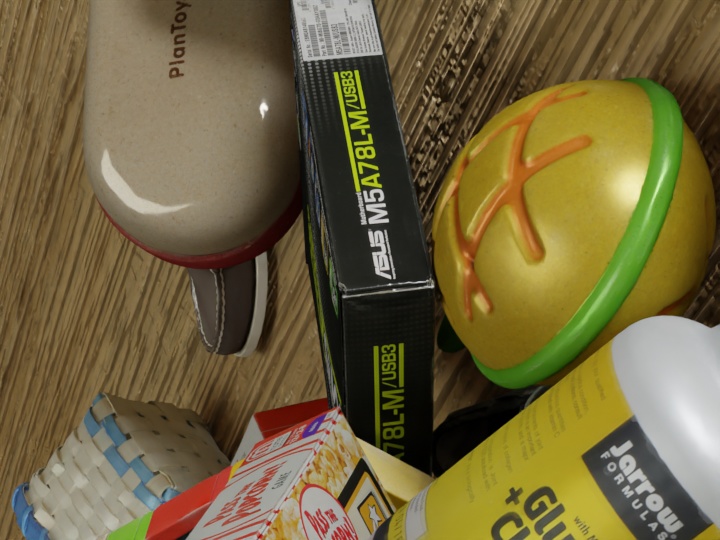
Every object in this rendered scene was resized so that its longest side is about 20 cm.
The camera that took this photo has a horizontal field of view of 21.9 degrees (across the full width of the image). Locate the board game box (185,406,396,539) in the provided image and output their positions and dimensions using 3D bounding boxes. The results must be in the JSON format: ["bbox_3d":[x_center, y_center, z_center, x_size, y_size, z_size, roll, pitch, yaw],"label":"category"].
[{"bbox_3d":[0.004,0.171,0.725,0.046,0.152,0.200,-25,99,19],"label":"board game box"}]

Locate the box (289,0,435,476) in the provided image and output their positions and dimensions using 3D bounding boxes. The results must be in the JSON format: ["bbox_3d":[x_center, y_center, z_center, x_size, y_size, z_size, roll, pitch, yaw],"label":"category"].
[{"bbox_3d":[0.000,0.000,0.882,0.193,0.047,0.200,92,171,-48],"label":"box"}]

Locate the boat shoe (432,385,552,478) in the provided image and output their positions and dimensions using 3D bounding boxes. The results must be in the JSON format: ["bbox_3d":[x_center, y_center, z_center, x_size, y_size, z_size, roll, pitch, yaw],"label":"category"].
[{"bbox_3d":[0.095,0.078,0.815,0.199,0.068,0.074,2,101,61],"label":"boat shoe"}]

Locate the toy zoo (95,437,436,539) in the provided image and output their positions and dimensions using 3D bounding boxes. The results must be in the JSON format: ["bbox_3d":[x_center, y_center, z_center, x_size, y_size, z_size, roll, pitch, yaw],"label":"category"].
[{"bbox_3d":[-0.018,0.134,0.867,0.200,0.131,0.020,-32,31,39],"label":"toy zoo"}]

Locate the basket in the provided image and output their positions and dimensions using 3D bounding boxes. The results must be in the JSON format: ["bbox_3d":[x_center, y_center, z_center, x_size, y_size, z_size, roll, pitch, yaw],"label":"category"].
[{"bbox_3d":[-0.154,0.198,1.215,0.200,0.139,0.176,-56,43,12],"label":"basket"}]

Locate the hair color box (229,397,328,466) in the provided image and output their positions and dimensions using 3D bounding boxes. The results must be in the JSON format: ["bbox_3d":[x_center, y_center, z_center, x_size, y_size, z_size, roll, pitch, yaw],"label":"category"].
[{"bbox_3d":[-0.013,0.186,1.054,0.200,0.064,0.111,61,146,28],"label":"hair color box"}]

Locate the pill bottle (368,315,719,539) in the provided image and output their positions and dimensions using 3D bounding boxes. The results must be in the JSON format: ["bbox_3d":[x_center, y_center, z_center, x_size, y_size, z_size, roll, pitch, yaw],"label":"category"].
[{"bbox_3d":[0.104,0.088,0.688,0.200,0.112,0.112,-41,57,20],"label":"pill bottle"}]

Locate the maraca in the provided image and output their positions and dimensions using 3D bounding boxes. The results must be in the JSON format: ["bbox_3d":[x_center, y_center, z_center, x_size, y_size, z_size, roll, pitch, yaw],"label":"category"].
[{"bbox_3d":[0.079,-0.016,0.777,0.137,0.107,0.200,-63,13,-7],"label":"maraca"}]

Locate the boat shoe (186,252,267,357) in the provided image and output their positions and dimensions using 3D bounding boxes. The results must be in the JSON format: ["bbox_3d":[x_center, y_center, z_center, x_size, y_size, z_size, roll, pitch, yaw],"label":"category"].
[{"bbox_3d":[-0.096,-0.041,1.135,0.072,0.059,0.200,26,121,57],"label":"boat shoe"}]

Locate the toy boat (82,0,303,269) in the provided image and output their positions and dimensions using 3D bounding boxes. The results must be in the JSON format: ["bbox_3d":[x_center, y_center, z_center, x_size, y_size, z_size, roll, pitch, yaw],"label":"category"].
[{"bbox_3d":[-0.077,-0.094,1.038,0.131,0.130,0.200,46,-139,-62],"label":"toy boat"}]
